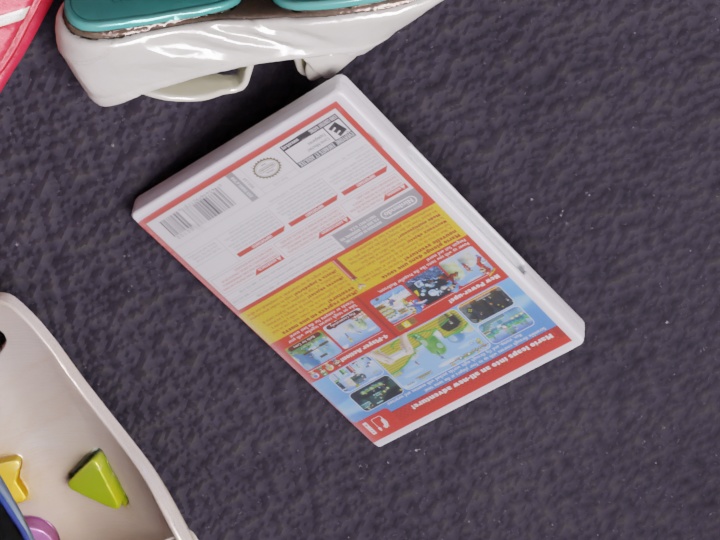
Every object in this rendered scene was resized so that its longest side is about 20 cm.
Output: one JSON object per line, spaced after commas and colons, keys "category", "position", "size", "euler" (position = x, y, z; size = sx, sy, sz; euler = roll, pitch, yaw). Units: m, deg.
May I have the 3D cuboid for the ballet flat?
{"category": "ballet flat", "position": [-0.048, -0.121, 1.229], "size": [0.200, 0.069, 0.069], "euler": [-10, 115, -5]}

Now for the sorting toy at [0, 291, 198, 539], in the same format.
{"category": "sorting toy", "position": [-0.193, 0.110, 1.280], "size": [0.200, 0.107, 0.180], "euler": [-22, 104, 8]}

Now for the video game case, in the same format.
{"category": "video game case", "position": [0.000, 0.000, 1.287], "size": [0.143, 0.017, 0.200], "euler": [-29, 121, 30]}

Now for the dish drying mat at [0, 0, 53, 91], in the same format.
{"category": "dish drying mat", "position": [-0.163, -0.177, 1.201], "size": [0.077, 0.018, 0.200], "euler": [26, 104, -22]}

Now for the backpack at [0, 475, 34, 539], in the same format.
{"category": "backpack", "position": [-0.256, 0.132, 1.166], "size": [0.183, 0.147, 0.200], "euler": [-28, 75, -14]}
